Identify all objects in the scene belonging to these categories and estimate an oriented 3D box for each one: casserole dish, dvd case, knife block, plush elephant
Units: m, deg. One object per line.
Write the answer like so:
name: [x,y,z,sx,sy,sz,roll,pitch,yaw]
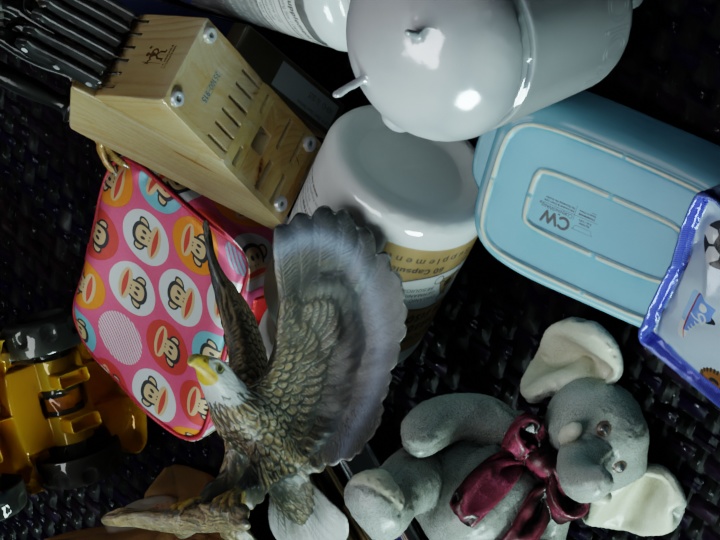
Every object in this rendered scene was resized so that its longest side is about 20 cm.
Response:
casserole dish: [0.147,-0.030,1.172,0.199,0.039,0.122,26,117,21]
dvd case: [0.027,0.176,1.342,0.151,0.025,0.200,61,179,5]
knife block: [-0.145,-0.111,1.288,0.175,0.064,0.200,9,154,41]
plush elephant: [0.113,0.126,1.237,0.154,0.200,0.165,-29,102,27]

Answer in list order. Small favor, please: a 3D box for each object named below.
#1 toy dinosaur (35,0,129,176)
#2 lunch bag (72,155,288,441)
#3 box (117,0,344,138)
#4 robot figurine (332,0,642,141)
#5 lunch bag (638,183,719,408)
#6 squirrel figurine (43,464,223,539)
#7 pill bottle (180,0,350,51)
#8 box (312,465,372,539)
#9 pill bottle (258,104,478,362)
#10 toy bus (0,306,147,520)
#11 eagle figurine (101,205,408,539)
toy dinosaur: [-0.160,-0.128,1.374,0.200,0.061,0.106,31,135,-14]
lunch bag: [-0.120,0.021,1.463,0.176,0.082,0.201,41,132,24]
box: [-0.119,-0.148,1.364,0.200,0.121,0.033,22,82,38]
robot figurine: [0.071,-0.139,1.108,0.113,0.200,0.170,51,137,15]
lunch bag: [0.271,0.033,1.011,0.200,0.170,0.124,39,135,27]
squirrel figurine: [-0.120,0.268,1.544,0.199,0.141,0.187,2,116,47]
pill bottle: [-0.026,-0.199,1.243,0.199,0.114,0.114,20,122,37]
box: [0.000,0.179,1.356,0.164,0.021,0.200,57,178,23]
pill bottle: [0.000,0.000,1.309,0.114,0.114,0.200,45,135,20]
toy bus: [-0.301,0.109,1.610,0.192,0.199,0.136,4,111,52]
eagle figurine: [-0.059,0.071,1.228,0.151,0.201,0.151,17,154,6]
